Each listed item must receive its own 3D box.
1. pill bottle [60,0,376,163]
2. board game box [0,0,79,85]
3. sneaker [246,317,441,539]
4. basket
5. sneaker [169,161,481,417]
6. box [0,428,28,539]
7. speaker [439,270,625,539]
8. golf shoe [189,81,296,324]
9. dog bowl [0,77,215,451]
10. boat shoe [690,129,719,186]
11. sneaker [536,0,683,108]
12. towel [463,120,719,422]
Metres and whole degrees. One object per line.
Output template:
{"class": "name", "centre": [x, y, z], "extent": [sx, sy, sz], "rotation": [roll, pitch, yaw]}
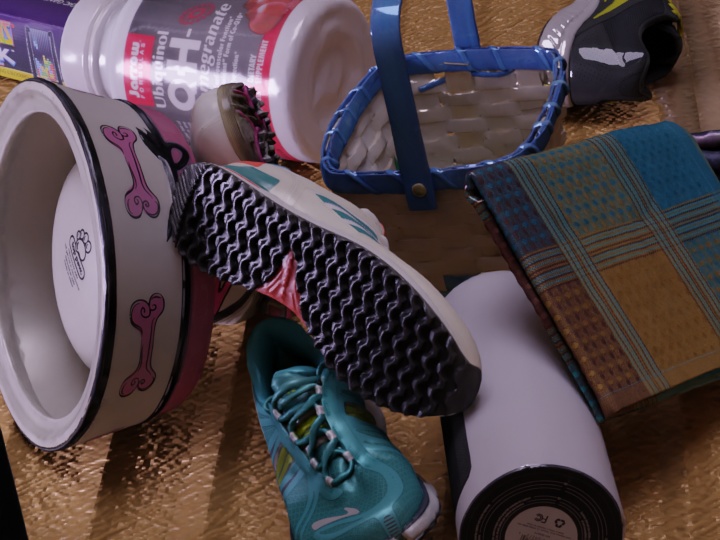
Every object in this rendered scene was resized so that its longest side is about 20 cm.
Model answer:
{"class": "pill bottle", "centre": [-0.098, -0.137, 1.742], "extent": [0.199, 0.111, 0.111], "rotation": [9, 32, 31]}
{"class": "board game box", "centre": [-0.202, -0.196, 1.946], "extent": [0.199, 0.057, 0.165], "rotation": [16, 35, 39]}
{"class": "sneaker", "centre": [-0.020, 0.088, 1.307], "extent": [0.077, 0.080, 0.200], "rotation": [-30, 28, -3]}
{"class": "basket", "centre": [0.047, -0.093, 1.511], "extent": [0.138, 0.201, 0.177], "rotation": [0, 27, 16]}
{"class": "sneaker", "centre": [0.000, 0.000, 1.320], "extent": [0.199, 0.071, 0.093], "rotation": [34, 29, 29]}
{"class": "box", "centre": [-0.286, 0.158, 1.218], "extent": [0.195, 0.125, 0.200], "rotation": [2, 29, 24]}
{"class": "speaker", "centre": [0.080, 0.079, 1.305], "extent": [0.081, 0.082, 0.200], "rotation": [-8, 28, 1]}
{"class": "golf shoe", "centre": [-0.083, -0.028, 1.456], "extent": [0.091, 0.201, 0.073], "rotation": [-10, 56, -4]}
{"class": "dog bowl", "centre": [-0.143, -0.004, 1.421], "extent": [0.073, 0.202, 0.200], "rotation": [-3, 22, -27]}
{"class": "boat shoe", "centre": [0.265, -0.032, 1.446], "extent": [0.198, 0.093, 0.075], "rotation": [-1, 21, 15]}
{"class": "sneaker", "centre": [0.185, -0.165, 1.771], "extent": [0.084, 0.075, 0.200], "rotation": [10, 41, 21]}
{"class": "towel", "centre": [0.145, -0.004, 1.356], "extent": [0.199, 0.147, 0.022], "rotation": [-16, -18, -50]}
